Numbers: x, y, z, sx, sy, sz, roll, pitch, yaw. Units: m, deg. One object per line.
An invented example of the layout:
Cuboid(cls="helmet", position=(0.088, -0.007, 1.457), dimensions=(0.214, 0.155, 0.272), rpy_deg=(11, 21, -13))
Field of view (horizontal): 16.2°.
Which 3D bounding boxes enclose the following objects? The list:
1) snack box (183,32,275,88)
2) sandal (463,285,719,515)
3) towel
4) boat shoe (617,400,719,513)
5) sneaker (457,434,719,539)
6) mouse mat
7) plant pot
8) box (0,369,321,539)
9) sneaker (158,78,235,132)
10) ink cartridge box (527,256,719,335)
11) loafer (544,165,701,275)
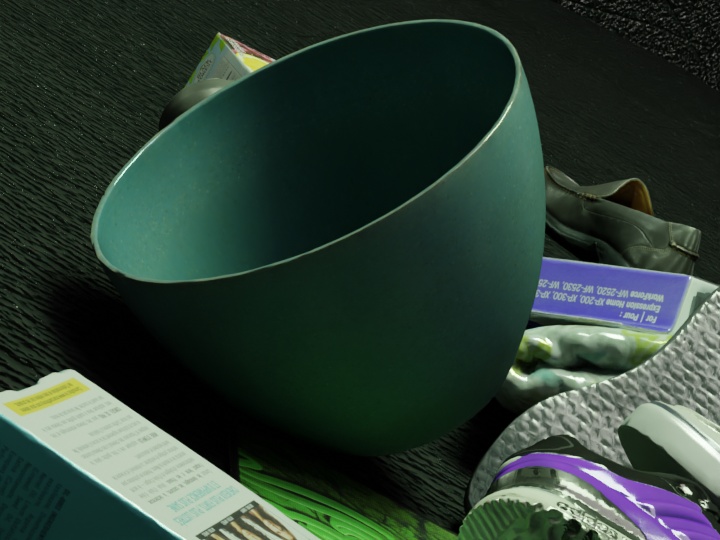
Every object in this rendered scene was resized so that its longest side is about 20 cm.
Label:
Cuboid(cls="snack box", position=(-0.003, -0.070, 1.624), dimensions=(0.199, 0.053, 0.142), rpy_deg=(24, 15, -32))
Cuboid(cls="sandal", position=(0.132, 0.077, 1.174), dimensions=(0.076, 0.199, 0.043), rpy_deg=(53, -27, 14))
Cuboid(cls="towel", position=(0.164, 0.059, 1.295), dimensions=(0.198, 0.049, 0.171), rpy_deg=(5, -8, 3))
Cuboid(cls="boat shoe", position=(0.205, 0.113, 1.099), dimensions=(0.199, 0.066, 0.072), rpy_deg=(36, -18, 17))
Cuboid(cls="sneaker", position=(0.140, 0.132, 1.045), dimensions=(0.200, 0.070, 0.100), rpy_deg=(36, 30, -1))
Cuboid(cls="mouse mat", position=(0.033, 0.130, 1.034), dimensions=(0.199, 0.008, 0.161), rpy_deg=(28, 13, -11))
Cuboid(cls="plant pot", position=(0.000, 0.000, 1.111), dimensions=(0.135, 0.199, 0.200), rpy_deg=(65, -4, -27))
Cuboid(cls="box", position=(-0.041, 0.111, 0.828), dimensions=(0.199, 0.049, 0.082), rpy_deg=(34, 13, 10))
Cuboid(cls="sneaker", position=(-0.029, -0.047, 1.472), dimensions=(0.199, 0.076, 0.080), rpy_deg=(12, 35, -40))
Cuboid(cls="ink cartridge box", position=(0.123, 0.019, 1.419), dimensions=(0.197, 0.044, 0.199), rpy_deg=(7, -5, 39))
Cuboid(cls="loafer", position=(0.197, -0.037, 1.931), dimensions=(0.072, 0.073, 0.200), rpy_deg=(20, 16, -39))
